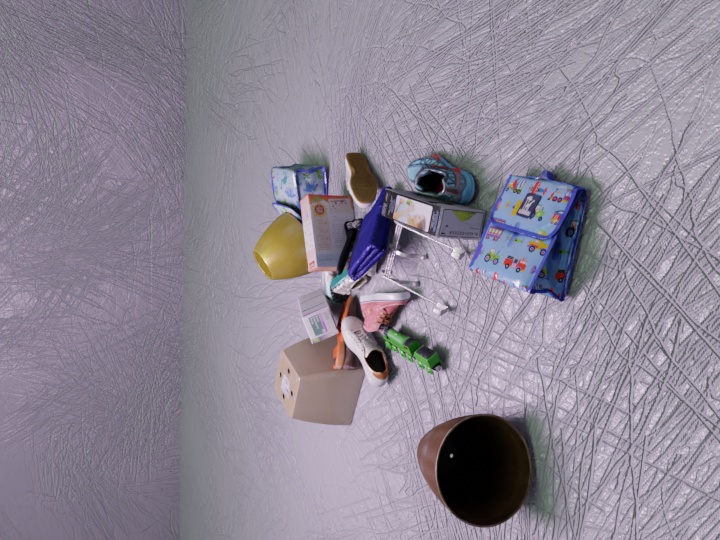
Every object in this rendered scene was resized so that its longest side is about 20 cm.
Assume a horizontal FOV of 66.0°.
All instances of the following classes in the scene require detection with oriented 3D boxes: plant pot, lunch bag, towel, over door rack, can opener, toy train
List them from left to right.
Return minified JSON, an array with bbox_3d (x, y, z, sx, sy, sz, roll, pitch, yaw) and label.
[{"bbox_3d":[-0.235,-0.052,1.653,0.200,0.142,0.200,44,155,27],"label":"plant pot"},{"bbox_3d":[-0.185,-0.214,1.673,0.170,0.127,0.201,23,123,54],"label":"lunch bag"},{"bbox_3d":[-0.127,0.303,1.536,0.200,0.176,0.201,44,127,49],"label":"plant pot"},{"bbox_3d":[-0.018,-0.060,1.393,0.200,0.063,0.079,-79,-26,-48],"label":"can opener"},{"bbox_3d":[0.032,-0.084,1.305,0.148,0.049,0.201,-54,16,50],"label":"towel"},{"bbox_3d":[0.111,0.175,1.252,0.200,0.042,0.057,25,147,56],"label":"toy train"},{"bbox_3d":[0.138,-0.013,1.202,0.200,0.066,0.148,35,122,40],"label":"over door rack"},{"bbox_3d":[0.187,0.360,1.047,0.200,0.186,0.188,148,116,-71],"label":"plant pot"},{"bbox_3d":[0.292,-0.069,0.938,0.150,0.094,0.201,27,101,56],"label":"lunch bag"}]

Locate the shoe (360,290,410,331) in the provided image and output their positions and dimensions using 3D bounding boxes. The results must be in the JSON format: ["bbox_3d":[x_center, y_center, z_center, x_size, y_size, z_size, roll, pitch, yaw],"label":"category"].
[{"bbox_3d":[0.060,0.099,1.327,0.200,0.071,0.092,-13,81,64],"label":"shoe"}]

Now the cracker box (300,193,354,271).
[{"bbox_3d":[-0.081,-0.099,1.483,0.058,0.133,0.201,-25,70,56],"label":"cracker box"}]

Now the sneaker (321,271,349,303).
[{"bbox_3d":[-0.084,-0.007,1.550,0.086,0.077,0.201,-7,86,62],"label":"sneaker"}]

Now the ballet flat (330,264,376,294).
[{"bbox_3d":[0.000,0.000,1.420,0.200,0.072,0.072,-41,56,40],"label":"ballet flat"}]

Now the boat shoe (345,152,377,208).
[{"bbox_3d":[-0.001,-0.218,1.412,0.070,0.070,0.201,101,164,-45],"label":"boat shoe"}]

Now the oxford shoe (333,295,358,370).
[{"bbox_3d":[-0.025,0.167,1.478,0.071,0.073,0.201,131,149,-69],"label":"oxford shoe"}]

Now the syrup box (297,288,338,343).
[{"bbox_3d":[-0.120,0.121,1.527,0.200,0.081,0.079,-124,13,-74],"label":"syrup box"}]

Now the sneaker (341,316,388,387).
[{"bbox_3d":[0.018,0.185,1.383,0.200,0.073,0.085,57,155,25],"label":"sneaker"}]

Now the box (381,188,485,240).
[{"bbox_3d":[0.145,-0.116,1.132,0.200,0.116,0.060,32,116,55],"label":"box"}]

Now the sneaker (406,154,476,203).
[{"bbox_3d":[0.145,-0.196,1.143,0.200,0.095,0.080,35,120,53],"label":"sneaker"}]
